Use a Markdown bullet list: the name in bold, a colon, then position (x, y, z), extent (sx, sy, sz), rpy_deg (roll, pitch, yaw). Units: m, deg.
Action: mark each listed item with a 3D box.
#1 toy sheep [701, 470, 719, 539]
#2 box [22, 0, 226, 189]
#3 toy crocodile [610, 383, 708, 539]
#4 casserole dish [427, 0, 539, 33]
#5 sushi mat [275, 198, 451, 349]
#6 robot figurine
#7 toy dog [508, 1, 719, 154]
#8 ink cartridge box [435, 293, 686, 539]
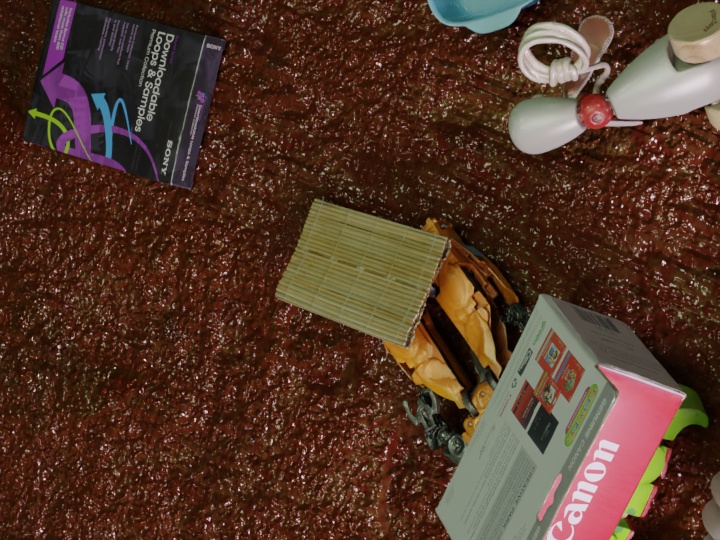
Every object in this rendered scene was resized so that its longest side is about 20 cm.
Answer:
- **toy sheep**: position (0.309, 0.183, 1.454), extent (0.137, 0.138, 0.201), rpy_deg (26, 102, 32)
- **box**: position (-0.225, -0.169, 1.900), extent (0.199, 0.036, 0.144), rpy_deg (17, 96, 33)
- **toy crocodile**: position (0.201, 0.174, 1.576), extent (0.201, 0.061, 0.068), rpy_deg (-64, 22, 16)
- **casserole dish**: position (0.105, -0.293, 1.681), extent (0.121, 0.039, 0.201), rpy_deg (-14, 78, 33)
- **sushi mat**: position (0.000, 0.000, 1.698), extent (0.200, 0.012, 0.096), rpy_deg (19, 83, 53)
- **robot figurine**: position (0.087, 0.062, 1.658), extent (0.145, 0.058, 0.200), rpy_deg (-45, 63, 24)
- **toy dog**: position (0.215, -0.155, 1.560), extent (0.199, 0.097, 0.132), rpy_deg (1, 129, 6)
- **ink cartridge box**: position (0.152, 0.148, 1.513), extent (0.201, 0.083, 0.176), rpy_deg (-65, 21, 16)
